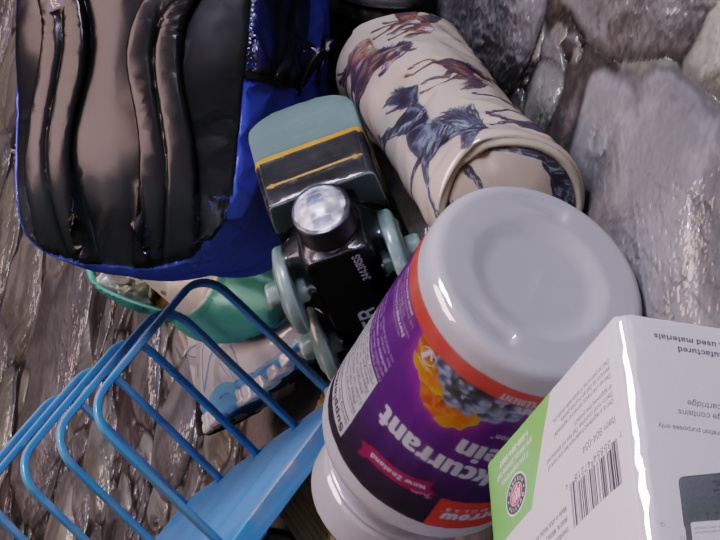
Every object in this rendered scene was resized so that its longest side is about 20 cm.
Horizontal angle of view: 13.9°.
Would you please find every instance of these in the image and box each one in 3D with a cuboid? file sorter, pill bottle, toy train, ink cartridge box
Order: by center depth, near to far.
[{"bbox_3d":[0.122,0.143,1.229,0.146,0.084,0.201,126,147,-53],"label":"ink cartridge box"},{"bbox_3d":[0.047,0.060,1.428,0.200,0.111,0.112,122,150,-48],"label":"pill bottle"},{"bbox_3d":[0.000,0.000,1.529,0.200,0.085,0.114,63,-170,-54],"label":"toy train"},{"bbox_3d":[-0.122,0.113,1.682,0.200,0.123,0.139,-38,10,50],"label":"file sorter"}]

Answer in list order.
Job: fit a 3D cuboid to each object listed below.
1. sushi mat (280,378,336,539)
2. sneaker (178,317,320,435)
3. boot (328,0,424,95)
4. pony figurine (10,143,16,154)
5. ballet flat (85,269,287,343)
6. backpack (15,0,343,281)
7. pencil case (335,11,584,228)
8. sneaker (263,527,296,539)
[{"bbox_3d":[-0.003,0.127,1.652,0.096,0.012,0.200,-62,24,9],"label":"sushi mat"},{"bbox_3d":[-0.067,0.036,1.765,0.087,0.075,0.200,63,152,4],"label":"sneaker"},{"bbox_3d":[-0.012,-0.084,1.731,0.200,0.069,0.175,-178,94,-77],"label":"boot"},{"bbox_3d":[-0.112,-0.094,1.910,0.193,0.166,0.201,-9,58,61],"label":"pony figurine"},{"bbox_3d":[-0.109,0.001,1.734,0.200,0.070,0.068,9,76,59],"label":"ballet flat"},{"bbox_3d":[-0.089,-0.093,1.591,0.162,0.168,0.201,2,86,33],"label":"backpack"},{"bbox_3d":[0.051,-0.065,1.521,0.078,0.089,0.200,-47,28,8],"label":"pencil case"},{"bbox_3d":[-0.082,0.189,1.804,0.200,0.079,0.096,131,154,-54],"label":"sneaker"}]
